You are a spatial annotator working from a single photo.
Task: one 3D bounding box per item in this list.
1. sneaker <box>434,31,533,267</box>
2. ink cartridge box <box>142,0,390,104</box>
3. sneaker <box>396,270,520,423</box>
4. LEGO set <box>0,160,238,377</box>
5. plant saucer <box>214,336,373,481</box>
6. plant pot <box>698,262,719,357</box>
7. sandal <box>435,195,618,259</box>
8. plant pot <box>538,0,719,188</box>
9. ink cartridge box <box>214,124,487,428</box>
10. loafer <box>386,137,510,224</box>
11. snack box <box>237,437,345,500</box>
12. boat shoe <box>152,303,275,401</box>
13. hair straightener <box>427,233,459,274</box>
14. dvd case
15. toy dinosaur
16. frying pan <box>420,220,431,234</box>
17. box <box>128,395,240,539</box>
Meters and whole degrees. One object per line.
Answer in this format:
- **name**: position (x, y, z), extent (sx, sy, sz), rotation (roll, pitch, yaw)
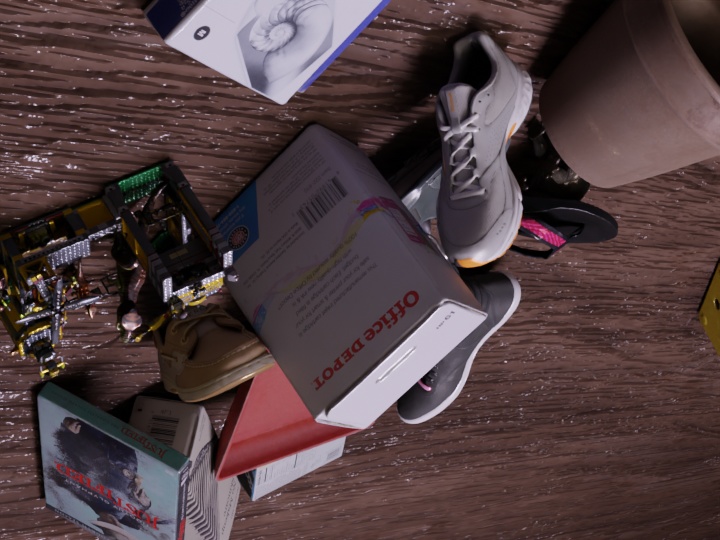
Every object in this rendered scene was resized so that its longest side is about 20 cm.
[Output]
- **sneaker**: position (0.086, -0.101, 1.242), extent (0.076, 0.200, 0.092), rotation (-7, 152, 27)
- **ink cartridge box**: position (-0.021, -0.207, 1.075), extent (0.200, 0.041, 0.200), rotation (-45, 151, 17)
- **sneaker**: position (0.076, 0.077, 1.598), extent (0.099, 0.071, 0.200), rotation (7, 124, -50)
- **LEGO set**: position (-0.179, 0.019, 1.164), extent (0.200, 0.116, 0.154), rotation (-20, 148, -28)
- **plant saucer**: position (-0.042, 0.097, 1.449), extent (0.200, 0.037, 0.200), rotation (-15, 142, -38)
- **plant pot**: position (0.554, 0.054, 1.977), extent (0.176, 0.200, 0.200), rotation (-15, 148, -13)
- **sandal**: position (0.144, -0.039, 1.422), extent (0.200, 0.045, 0.075), rotation (8, 155, -20)
- **plant pot**: position (0.254, -0.158, 1.328), extent (0.175, 0.201, 0.200), rotation (-35, 158, 36)
- **ink cartridge box**: position (-0.016, 0.007, 1.239), extent (0.145, 0.200, 0.085), rotation (-43, 151, 15)
- **loafer**: position (0.042, -0.073, 1.336), extent (0.200, 0.063, 0.072), rotation (-41, 152, -15)
- **snack box**: position (-0.065, 0.153, 1.585), extent (0.116, 0.037, 0.200), rotation (-24, 150, -25)
- **boat shoe**: position (-0.130, 0.061, 1.249), extent (0.074, 0.069, 0.200), rotation (-24, -173, -23)
- **hair straightener**: position (0.000, 0.000, 1.373), extent (0.200, 0.041, 0.077), rotation (-1, 136, -21)
- **dvd case**: position (-0.220, 0.191, 1.369), extent (0.022, 0.146, 0.200), rotation (-55, 167, -34)
- **toy dinosaur**: position (0.181, -0.082, 1.459), extent (0.102, 0.077, 0.200), rotation (17, 119, -41)
- **frying pan**: position (-0.009, 0.002, 1.430), extent (0.190, 0.031, 0.115), rotation (-35, 150, -6)
- **box**: position (-0.170, 0.198, 1.470), extent (0.068, 0.082, 0.200), rotation (7, 153, 11)
